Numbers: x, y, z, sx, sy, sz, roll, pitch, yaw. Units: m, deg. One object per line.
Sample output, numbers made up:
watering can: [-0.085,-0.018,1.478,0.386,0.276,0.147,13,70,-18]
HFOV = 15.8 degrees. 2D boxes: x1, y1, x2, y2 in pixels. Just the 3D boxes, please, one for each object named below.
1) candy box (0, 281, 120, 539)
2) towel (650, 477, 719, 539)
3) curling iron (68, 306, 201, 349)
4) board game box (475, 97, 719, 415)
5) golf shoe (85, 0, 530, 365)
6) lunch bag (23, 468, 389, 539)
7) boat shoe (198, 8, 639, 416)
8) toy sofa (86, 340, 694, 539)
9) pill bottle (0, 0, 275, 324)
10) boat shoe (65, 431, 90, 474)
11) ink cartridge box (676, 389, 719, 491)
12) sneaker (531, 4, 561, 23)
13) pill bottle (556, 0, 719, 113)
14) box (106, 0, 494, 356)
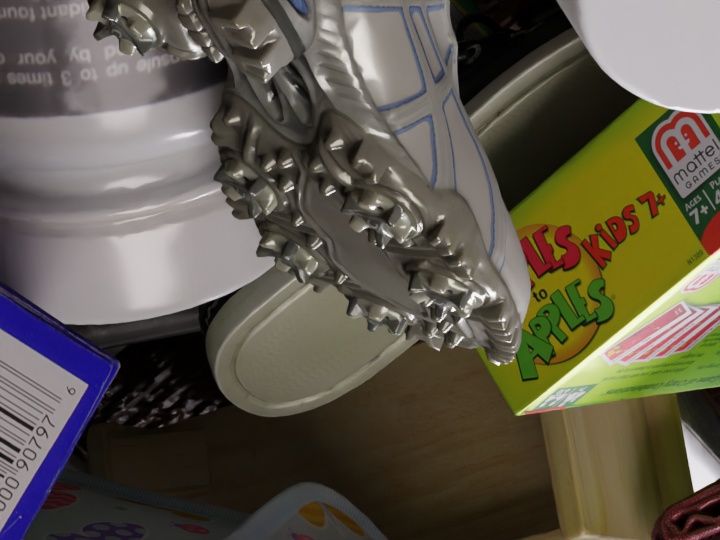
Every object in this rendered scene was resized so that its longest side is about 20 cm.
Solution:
candy box: [-0.168,0.003,0.644,0.169,0.200,0.077,34,82,-18]
towel: [0.192,0.091,0.813,0.144,0.023,0.200,-30,139,14]
curling iron: [0.000,0.000,0.810,0.199,0.050,0.026,-8,111,-18]
board game box: [0.120,-0.011,0.760,0.102,0.048,0.199,-41,159,29]
golf shoe: [0.003,-0.058,0.610,0.098,0.078,0.200,-58,140,-22]
lunch bag: [-0.055,0.130,0.724,0.199,0.169,0.128,12,104,19]
boat shoe: [0.033,-0.039,0.757,0.199,0.066,0.074,-39,136,10]
toy sofa: [0.014,0.071,0.843,0.199,0.083,0.097,-20,160,33]
pill bottle: [-0.071,-0.096,0.653,0.112,0.113,0.201,-12,118,-12]
boat shoe: [-0.151,0.056,0.831,0.075,0.069,0.200,-43,133,19]
ink cartridge box: [0.087,0.110,0.973,0.145,0.084,0.200,-34,136,11]
sneaker: [0.104,-0.094,0.790,0.130,0.080,0.201,-20,135,-6]
pill bottle: [0.064,-0.137,0.643,0.116,0.201,0.117,-11,135,-11]
box: [-0.069,-0.047,0.785,0.200,0.048,0.117,-38,135,11]
